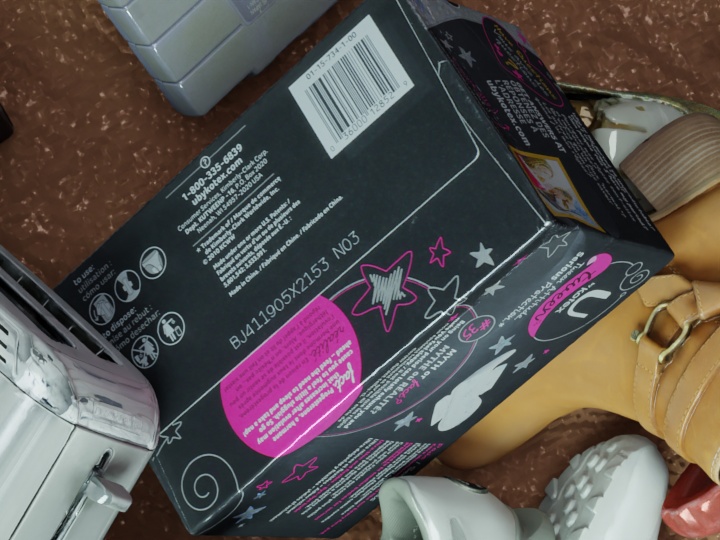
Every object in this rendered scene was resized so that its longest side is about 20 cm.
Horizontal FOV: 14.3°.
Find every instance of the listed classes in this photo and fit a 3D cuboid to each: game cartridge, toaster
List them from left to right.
[{"bbox_3d":[-0.174,0.055,1.125,0.200,0.114,0.129,40,95,30],"label":"toaster"},{"bbox_3d":[-0.037,-0.175,1.233,0.200,0.038,0.130,-44,122,-17],"label":"game cartridge"}]

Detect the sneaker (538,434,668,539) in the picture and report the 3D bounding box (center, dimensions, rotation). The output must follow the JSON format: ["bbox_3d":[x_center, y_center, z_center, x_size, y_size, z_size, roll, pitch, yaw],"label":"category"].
[{"bbox_3d":[0.093,0.168,1.219,0.080,0.076,0.200,23,88,-8],"label":"sneaker"}]

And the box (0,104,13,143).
[{"bbox_3d":[-0.274,-0.072,1.184,0.200,0.166,0.164,-39,86,-7],"label":"box"}]

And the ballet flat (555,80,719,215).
[{"bbox_3d":[0.085,-0.054,1.244,0.199,0.071,0.071,10,82,-1],"label":"ballet flat"}]

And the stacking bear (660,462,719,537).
[{"bbox_3d":[0.239,0.135,1.205,0.121,0.114,0.200,-33,98,31],"label":"stacking bear"}]

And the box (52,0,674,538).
[{"bbox_3d":[0.000,0.000,1.160,0.200,0.115,0.132,-41,65,20],"label":"box"}]

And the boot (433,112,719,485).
[{"bbox_3d":[0.114,0.043,1.174,0.200,0.074,0.155,-49,42,15],"label":"boot"}]

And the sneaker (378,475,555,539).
[{"bbox_3d":[0.006,0.178,1.170,0.088,0.074,0.200,25,74,-30],"label":"sneaker"}]
